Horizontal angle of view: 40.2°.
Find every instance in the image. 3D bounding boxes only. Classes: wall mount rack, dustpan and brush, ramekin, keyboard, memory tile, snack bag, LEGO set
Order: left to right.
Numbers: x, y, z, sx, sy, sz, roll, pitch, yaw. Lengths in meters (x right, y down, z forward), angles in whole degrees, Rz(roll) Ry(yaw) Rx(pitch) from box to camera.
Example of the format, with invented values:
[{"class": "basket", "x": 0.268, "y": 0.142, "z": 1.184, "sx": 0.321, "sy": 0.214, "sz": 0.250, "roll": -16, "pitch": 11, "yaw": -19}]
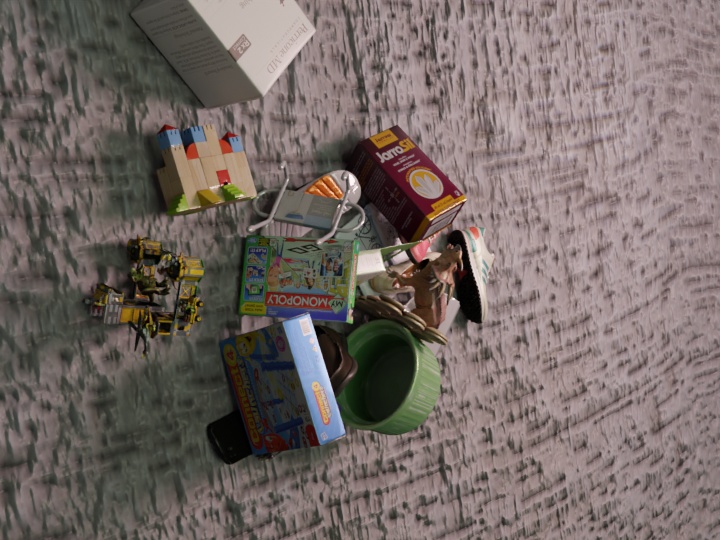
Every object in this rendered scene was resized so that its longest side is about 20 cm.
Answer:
[{"class": "LEGO set", "x": -0.326, "y": 0.025, "z": 1.440, "sx": 0.115, "sy": 0.200, "sz": 0.155, "roll": 5, "pitch": 106, "yaw": -40}, {"class": "keyboard", "x": -0.167, "y": 0.275, "z": 1.676, "sx": 0.199, "sy": 0.040, "sz": 0.105, "roll": -21, "pitch": 80, "yaw": -39}, {"class": "wall mount rack", "x": -0.098, "y": -0.098, "z": 1.618, "sx": 0.075, "sy": 0.198, "sz": 0.175, "roll": 84, "pitch": 20, "yaw": -52}, {"class": "snack bag", "x": 0.046, "y": -0.044, "z": 1.872, "sx": 0.200, "sy": 0.021, "sz": 0.189, "roll": -40, "pitch": 115, "yaw": -35}, {"class": "ramekin", "x": 0.048, "y": 0.197, "z": 1.757, "sx": 0.097, "sy": 0.199, "sz": 0.201, "roll": 29, "pitch": 70, "yaw": -45}, {"class": "memory tile", "x": 0.064, "y": 0.086, "z": 1.754, "sx": 0.153, "sy": 0.200, "sz": 0.017, "roll": 33, "pitch": 79, "yaw": -16}, {"class": "dustpan and brush", "x": 0.103, "y": 0.089, "z": 1.891, "sx": 0.200, "sy": 0.057, "sz": 0.140, "roll": 29, "pitch": 86, "yaw": -55}]

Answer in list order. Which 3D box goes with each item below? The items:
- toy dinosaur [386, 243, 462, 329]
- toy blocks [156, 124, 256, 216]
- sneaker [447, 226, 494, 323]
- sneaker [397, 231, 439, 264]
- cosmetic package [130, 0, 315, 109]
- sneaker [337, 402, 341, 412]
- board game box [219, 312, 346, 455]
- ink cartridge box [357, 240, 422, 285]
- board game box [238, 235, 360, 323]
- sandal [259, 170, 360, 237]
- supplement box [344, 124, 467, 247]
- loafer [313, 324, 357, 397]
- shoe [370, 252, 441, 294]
[{"class": "toy dinosaur", "x": 0.130, "y": 0.050, "z": 1.781, "sx": 0.086, "sy": 0.135, "sz": 0.201, "roll": -30, "pitch": 123, "yaw": -35}, {"class": "toy blocks", "x": -0.252, "y": -0.169, "z": 1.569, "sx": 0.199, "sy": 0.100, "sz": 0.138, "roll": -18, "pitch": 92, "yaw": -50}, {"class": "sneaker", "x": 0.245, "y": 0.005, "z": 2.014, "sx": 0.093, "sy": 0.070, "sz": 0.201, "roll": -18, "pitch": 98, "yaw": -34}, {"class": "sneaker", "x": 0.129, "y": -0.094, "z": 1.860, "sx": 0.074, "sy": 0.086, "sz": 0.201, "roll": 56, "pitch": 33, "yaw": -29}, {"class": "cosmetic package", "x": -0.214, "y": -0.390, "z": 1.549, "sx": 0.200, "sy": 0.164, "sz": 0.165, "roll": 50, "pitch": 60, "yaw": -29}, {"class": "sneaker", "x": -0.105, "y": 0.193, "z": 1.701, "sx": 0.201, "sy": 0.080, "sz": 0.084, "roll": 55, "pitch": 27, "yaw": -12}, {"class": "board game box", "x": -0.128, "y": 0.186, "z": 1.572, "sx": 0.056, "sy": 0.195, "sz": 0.201, "roll": -16, "pitch": 87, "yaw": -40}, {"class": "ink cartridge box", "x": 0.000, "y": 0.000, "z": 1.733, "sx": 0.199, "sy": 0.145, "sz": 0.048, "roll": -7, "pitch": 77, "yaw": -36}, {"class": "board game box", "x": -0.102, "y": 0.013, "z": 1.625, "sx": 0.029, "sy": 0.199, "sz": 0.136, "roll": 21, "pitch": 73, "yaw": -67}, {"class": "sandal", "x": -0.097, "y": -0.113, "z": 1.725, "sx": 0.206, "sy": 0.059, "sz": 0.080, "roll": -33, "pitch": 117, "yaw": -14}, {"class": "supplement box", "x": 0.081, "y": -0.156, "z": 1.796, "sx": 0.110, "sy": 0.086, "sz": 0.200, "roll": -30, "pitch": 71, "yaw": -37}, {"class": "loafer", "x": -0.059, "y": 0.152, "z": 1.687, "sx": 0.071, "sy": 0.200, "sz": 0.073, "roll": 35, "pitch": 99, "yaw": -18}, {"class": "shoe", "x": 0.109, "y": 0.009, "z": 1.878, "sx": 0.199, "sy": 0.053, "sz": 0.070, "roll": -16, "pitch": 102, "yaw": -38}]
